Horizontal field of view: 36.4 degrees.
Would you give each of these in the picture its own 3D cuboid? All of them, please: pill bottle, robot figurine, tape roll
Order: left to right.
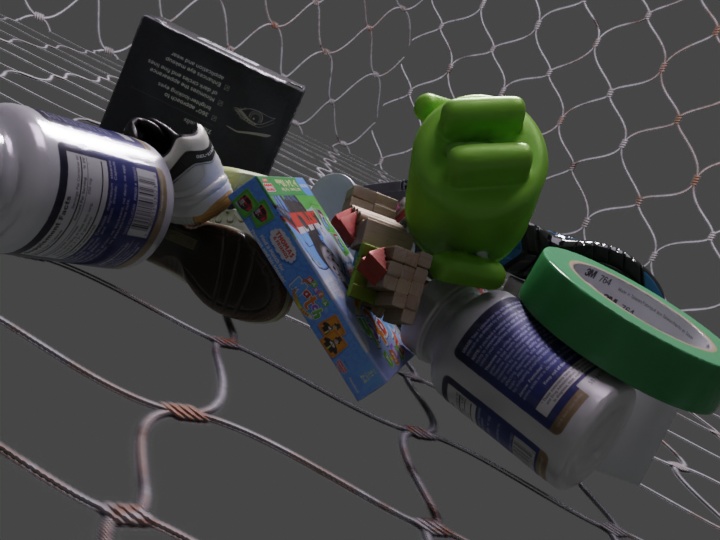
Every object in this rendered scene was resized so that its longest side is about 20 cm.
[{"bbox_3d":[-0.247,-0.065,0.843,0.110,0.112,0.199,30,10,30],"label":"pill bottle"},{"bbox_3d":[0.098,-0.073,0.954,0.114,0.178,0.200,-5,-21,-4],"label":"robot figurine"},{"bbox_3d":[0.132,0.089,0.960,0.199,0.112,0.110,37,14,30],"label":"pill bottle"},{"bbox_3d":[0.237,0.050,0.969,0.198,0.049,0.201,28,15,-8],"label":"tape roll"}]

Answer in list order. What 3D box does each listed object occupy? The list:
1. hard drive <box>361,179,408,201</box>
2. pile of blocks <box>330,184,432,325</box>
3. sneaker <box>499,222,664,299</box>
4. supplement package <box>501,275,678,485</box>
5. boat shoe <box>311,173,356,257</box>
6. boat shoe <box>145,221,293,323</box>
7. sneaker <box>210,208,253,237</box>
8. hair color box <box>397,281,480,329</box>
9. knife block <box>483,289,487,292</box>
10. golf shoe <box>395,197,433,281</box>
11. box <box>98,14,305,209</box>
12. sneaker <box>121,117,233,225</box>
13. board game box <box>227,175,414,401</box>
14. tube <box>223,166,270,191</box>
[{"bbox_3d":[0.098,-0.051,1.290,0.138,0.038,0.200,-5,-23,22],"label":"hard drive"},{"bbox_3d":[0.003,-0.014,0.952,0.061,0.083,0.200,19,18,-16],"label":"pile of blocks"},{"bbox_3d":[0.226,-0.003,1.151,0.198,0.074,0.082,28,7,12],"label":"sneaker"},{"bbox_3d":[0.212,0.106,1.106,0.120,0.121,0.200,22,9,-23],"label":"supplement package"},{"bbox_3d":[0.000,0.000,1.151,0.091,0.070,0.203,63,12,-58],"label":"boat shoe"},{"bbox_3d":[-0.126,-0.006,0.999,0.199,0.072,0.076,31,-1,33],"label":"boat shoe"},{"bbox_3d":[-0.138,-0.043,1.119,0.198,0.086,0.073,20,11,-22],"label":"sneaker"},{"bbox_3d":[0.085,0.032,1.258,0.109,0.065,0.200,2,8,6],"label":"hair color box"},{"bbox_3d":[0.081,-0.001,1.549,0.198,0.065,0.176,23,8,-19],"label":"knife block"},{"bbox_3d":[0.078,-0.014,1.156,0.092,0.073,0.200,49,8,16],"label":"golf shoe"},{"bbox_3d":[-0.191,-0.162,1.273,0.194,0.202,0.118,25,9,-5],"label":"box"},{"bbox_3d":[-0.200,-0.098,0.985,0.198,0.089,0.076,3,32,32],"label":"sneaker"},{"bbox_3d":[-0.029,0.010,0.968,0.202,0.036,0.151,58,12,3],"label":"board game box"},{"bbox_3d":[-0.169,-0.088,1.125,0.198,0.052,0.058,0,37,35],"label":"tube"}]
